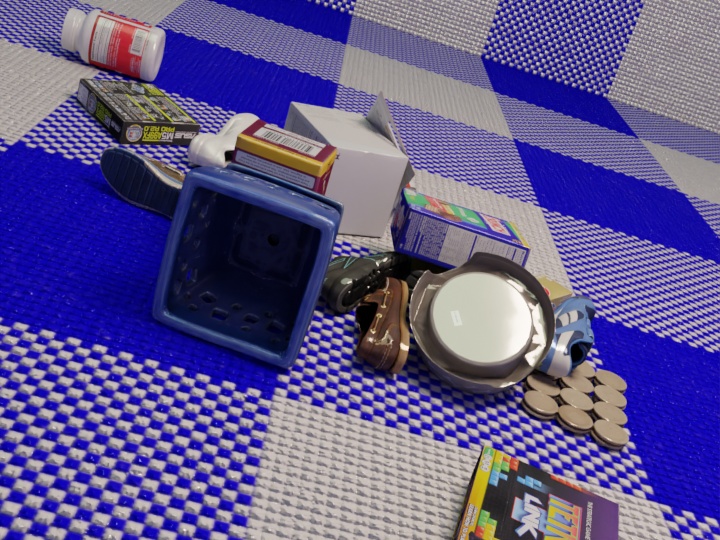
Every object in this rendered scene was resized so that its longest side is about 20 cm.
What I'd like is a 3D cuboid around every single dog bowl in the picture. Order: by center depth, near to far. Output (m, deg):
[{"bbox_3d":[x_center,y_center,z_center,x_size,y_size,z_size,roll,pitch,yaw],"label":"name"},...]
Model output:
[{"bbox_3d":[0.160,0.074,1.275,0.195,0.059,0.203,2,57,-3],"label":"dog bowl"}]

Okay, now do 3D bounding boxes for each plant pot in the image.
[{"bbox_3d":[-0.130,-0.021,1.210,0.196,0.203,0.180,20,18,4],"label":"plant pot"}]

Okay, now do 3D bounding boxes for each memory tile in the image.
[{"bbox_3d":[0.301,0.173,1.326,0.151,0.017,0.200,22,25,6],"label":"memory tile"}]

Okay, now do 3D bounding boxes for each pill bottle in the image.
[{"bbox_3d":[-0.517,-0.477,1.978,0.196,0.114,0.113,16,24,-6],"label":"pill bottle"}]

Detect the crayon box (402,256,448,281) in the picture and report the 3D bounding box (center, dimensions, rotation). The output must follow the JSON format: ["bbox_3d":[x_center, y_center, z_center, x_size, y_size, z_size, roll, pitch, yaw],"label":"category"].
[{"bbox_3d":[0.134,-0.004,1.532,0.125,0.052,0.201,17,25,-4],"label":"crayon box"}]

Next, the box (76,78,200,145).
[{"bbox_3d":[-0.413,-0.294,1.754,0.158,0.045,0.199,-4,33,-42],"label":"box"}]

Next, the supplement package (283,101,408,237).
[{"bbox_3d":[-0.041,-0.176,1.643,0.149,0.153,0.200,4,27,-30],"label":"supplement package"}]

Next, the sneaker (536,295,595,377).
[{"bbox_3d":[0.303,0.100,1.376,0.081,0.075,0.199,29,35,25],"label":"sneaker"}]

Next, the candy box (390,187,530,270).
[{"bbox_3d":[0.151,-0.051,1.464,0.196,0.078,0.169,19,14,-6],"label":"candy box"}]

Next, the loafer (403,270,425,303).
[{"bbox_3d":[0.145,0.073,1.360,0.200,0.068,0.070,39,-2,19],"label":"loafer"}]

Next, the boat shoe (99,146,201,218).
[{"bbox_3d":[-0.310,-0.130,1.465,0.198,0.073,0.072,32,20,4],"label":"boat shoe"}]

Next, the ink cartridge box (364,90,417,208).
[{"bbox_3d":[0.061,-0.216,1.695,0.056,0.200,0.165,-19,81,-20],"label":"ink cartridge box"}]

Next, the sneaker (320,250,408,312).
[{"bbox_3d":[0.000,0.000,1.400,0.079,0.077,0.199,29,25,28],"label":"sneaker"}]

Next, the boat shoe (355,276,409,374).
[{"bbox_3d":[0.027,0.062,1.291,0.069,0.071,0.201,19,24,-8],"label":"boat shoe"}]

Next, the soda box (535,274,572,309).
[{"bbox_3d":[0.243,0.062,1.453,0.064,0.069,0.198,35,29,31],"label":"soda box"}]

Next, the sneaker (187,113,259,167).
[{"bbox_3d":[-0.222,-0.223,1.710,0.087,0.076,0.200,23,34,19],"label":"sneaker"}]

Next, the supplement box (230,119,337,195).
[{"bbox_3d":[-0.124,-0.091,1.343,0.129,0.203,0.103,20,23,4],"label":"supplement box"}]

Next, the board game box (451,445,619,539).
[{"bbox_3d":[0.178,0.280,0.965,0.163,0.058,0.200,21,24,8],"label":"board game box"}]
